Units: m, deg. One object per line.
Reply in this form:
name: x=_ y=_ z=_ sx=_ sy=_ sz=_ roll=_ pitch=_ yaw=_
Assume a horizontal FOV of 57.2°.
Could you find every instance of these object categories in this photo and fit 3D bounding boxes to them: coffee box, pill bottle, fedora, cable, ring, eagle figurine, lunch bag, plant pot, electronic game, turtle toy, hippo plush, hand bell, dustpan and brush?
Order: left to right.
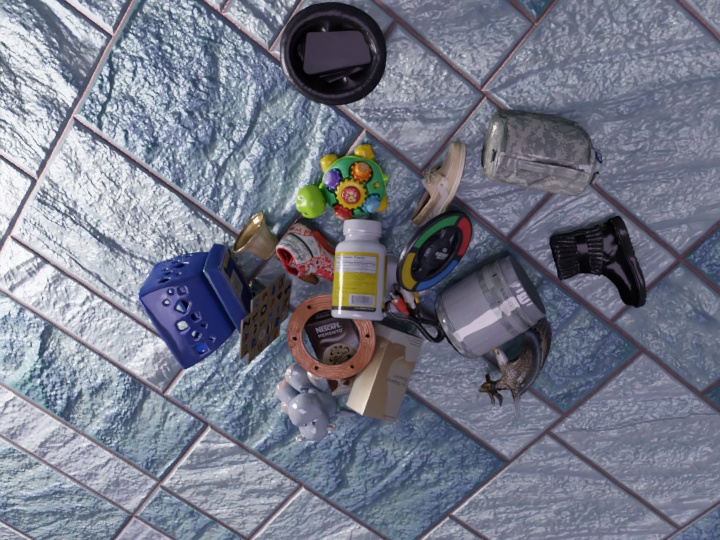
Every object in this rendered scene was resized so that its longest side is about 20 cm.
plant pot: x=-0.341 y=0.064 z=1.441 sx=0.179 sy=0.200 sz=0.201 roll=-24 pitch=111 yaw=4
hand bell: x=-0.172 y=-0.027 z=1.455 sx=0.104 sy=0.105 sz=0.200 roll=-40 pitch=118 yaw=22
hippo plush: x=-0.129 y=0.338 z=1.572 sx=0.158 sy=0.161 sz=0.201 roll=-20 pitch=112 yaw=15
ring: x=-0.064 y=0.145 z=1.456 sx=0.198 sy=0.019 sz=0.202 roll=2 pitch=106 yaw=8
fedora: x=-0.048 y=-0.408 z=1.238 sx=0.198 sy=0.092 sz=0.202 roll=3 pitch=116 yaw=5
coffee box: x=-0.043 y=0.177 z=1.529 sx=0.112 sy=0.080 sz=0.201 roll=-16 pitch=113 yaw=13
turtle toy: x=-0.036 y=-0.162 z=1.352 sx=0.198 sy=0.101 sz=0.147 roll=-14 pitch=114 yaw=13
pill bottle: x=0.000 y=0.000 z=1.368 sx=0.110 sy=0.111 sz=0.202 roll=4 pitch=85 yaw=4
dustpan and brush: x=0.040 y=-0.006 z=1.453 sx=0.139 sy=0.057 sz=0.201 roll=-30 pitch=116 yaw=6
cable: x=0.122 y=0.100 z=1.443 sx=0.200 sy=0.097 sz=0.050 roll=51 pitch=151 yaw=-21
electronic game: x=0.154 y=-0.037 z=1.365 sx=0.199 sy=0.042 sz=0.201 roll=-28 pitch=142 yaw=-24
eagle figurine: x=0.350 y=0.210 z=1.454 sx=0.200 sy=0.152 sz=0.151 roll=-39 pitch=125 yaw=20
lunch bag: x=0.336 y=-0.215 z=1.248 sx=0.198 sy=0.168 sz=0.140 roll=11 pitch=117 yaw=0

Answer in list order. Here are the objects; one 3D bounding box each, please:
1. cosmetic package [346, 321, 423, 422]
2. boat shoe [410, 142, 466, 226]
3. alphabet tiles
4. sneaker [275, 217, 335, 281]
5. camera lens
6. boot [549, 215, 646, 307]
cosmetic package: x=0.055 y=0.228 z=1.483 sx=0.105 sy=0.071 sz=0.202 roll=19 pitch=88 yaw=-35
boat shoe: x=0.156 y=-0.170 z=1.342 sx=0.069 sy=0.074 sz=0.201 roll=15 pitch=117 yaw=-8
alphabet tiles: x=-0.207 y=0.106 z=1.449 sx=0.006 sy=0.200 sz=0.168 roll=19 pitch=121 yaw=18
sneaker: x=-0.094 y=-0.007 z=1.421 sx=0.202 sy=0.108 sz=0.067 roll=48 pitch=144 yaw=-11
camera lens: x=0.269 y=0.081 z=1.403 sx=0.199 sy=0.160 sz=0.160 roll=-33 pitch=108 yaw=20
boot: x=0.493 y=0.001 z=1.382 sx=0.157 sy=0.079 sz=0.213 roll=-21 pitch=101 yaw=8
